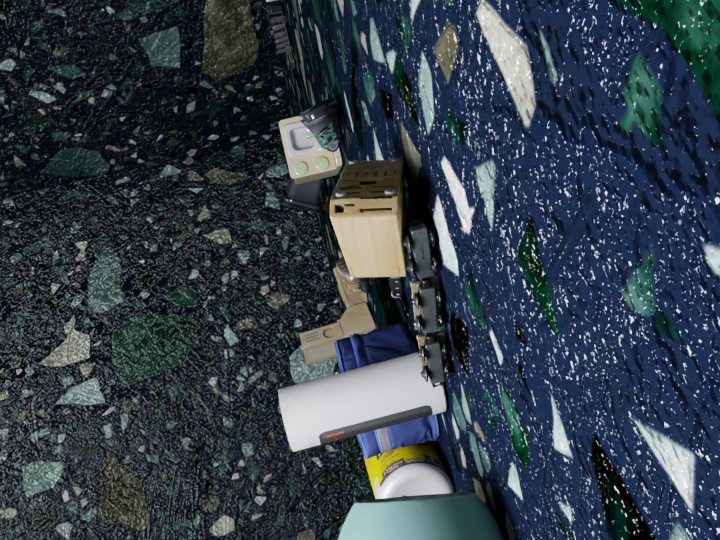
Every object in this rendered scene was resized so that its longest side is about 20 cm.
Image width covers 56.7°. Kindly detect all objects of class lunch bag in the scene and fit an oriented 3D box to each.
[{"bbox_3d":[0.025,0.171,0.992,0.200,0.132,0.136,-117,14,-68],"label":"lunch bag"}]

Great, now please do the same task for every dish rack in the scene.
[{"bbox_3d":[-0.253,-0.743,2.133,0.153,0.054,0.201,-118,15,-75],"label":"dish rack"}]

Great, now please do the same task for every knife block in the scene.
[{"bbox_3d":[0.018,-0.023,0.715,0.200,0.064,0.176,-77,-16,-66],"label":"knife block"}]

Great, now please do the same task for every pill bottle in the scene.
[{"bbox_3d":[0.065,0.296,1.005,0.200,0.109,0.110,-123,20,-75],"label":"pill bottle"}]

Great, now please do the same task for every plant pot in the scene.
[{"bbox_3d":[0.062,0.303,0.648,0.201,0.200,0.161,92,174,-73],"label":"plant pot"}]

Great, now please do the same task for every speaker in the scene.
[{"bbox_3d":[0.001,0.161,0.829,0.081,0.199,0.081,166,90,-86],"label":"speaker"}]

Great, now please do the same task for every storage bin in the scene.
[{"bbox_3d":[-0.167,-0.269,2.093,0.200,0.145,0.135,-118,42,-73],"label":"storage bin"}]

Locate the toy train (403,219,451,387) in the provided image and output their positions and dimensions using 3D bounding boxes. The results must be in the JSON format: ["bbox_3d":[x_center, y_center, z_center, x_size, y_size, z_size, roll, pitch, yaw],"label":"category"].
[{"bbox_3d":[0.069,0.038,0.699,0.046,0.034,0.200,-104,4,-61],"label":"toy train"}]

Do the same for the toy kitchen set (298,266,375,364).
[{"bbox_3d":[-0.074,0.077,1.582,0.163,0.180,0.200,84,167,-51],"label":"toy kitchen set"}]

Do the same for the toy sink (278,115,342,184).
[{"bbox_3d":[-0.112,-0.270,1.465,0.200,0.112,0.131,-152,48,-84],"label":"toy sink"}]

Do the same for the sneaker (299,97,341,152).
[{"bbox_3d":[-0.059,-0.263,1.228,0.088,0.074,0.200,63,-173,-9],"label":"sneaker"}]

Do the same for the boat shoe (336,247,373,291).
[{"bbox_3d":[0.000,0.000,1.210,0.200,0.076,0.072,-86,-20,-75],"label":"boat shoe"}]

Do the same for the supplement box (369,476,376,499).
[{"bbox_3d":[0.076,0.427,1.301,0.101,0.103,0.200,83,174,-59],"label":"supplement box"}]
